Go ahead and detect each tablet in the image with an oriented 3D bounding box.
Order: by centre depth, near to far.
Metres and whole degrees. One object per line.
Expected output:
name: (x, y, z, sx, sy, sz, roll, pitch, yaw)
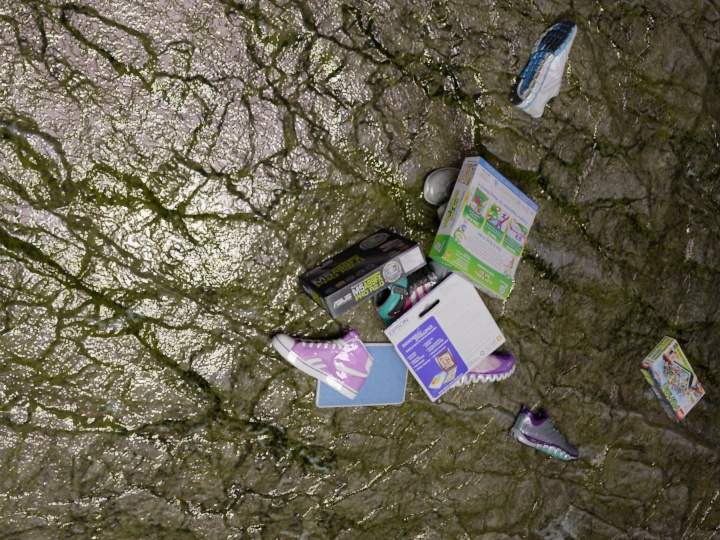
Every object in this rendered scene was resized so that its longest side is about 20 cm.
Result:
tablet: (0.007, 0.209, 1.335, 0.196, 0.014, 0.133, 2, 101, -22)

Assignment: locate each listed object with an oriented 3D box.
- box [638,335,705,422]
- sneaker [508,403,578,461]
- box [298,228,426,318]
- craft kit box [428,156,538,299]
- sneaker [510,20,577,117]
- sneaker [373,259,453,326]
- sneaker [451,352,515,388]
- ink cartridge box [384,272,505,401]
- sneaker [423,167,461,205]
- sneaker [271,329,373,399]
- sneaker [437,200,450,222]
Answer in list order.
box: (0.783, 0.274, 1.665, 0.110, 0.035, 0.201, -43, 114, -9)
sneaker: (0.436, 0.373, 1.521, 0.197, 0.074, 0.089, 23, 87, -25)
box: (0.000, 0.000, 1.207, 0.197, 0.160, 0.045, -29, 113, -13)
craft kit box: (0.235, -0.075, 1.239, 0.198, 0.048, 0.201, 29, 76, -36)
sneaker: (0.381, -0.402, 1.339, 0.086, 0.075, 0.202, 29, 95, -35)
sneaker: (0.094, 0.018, 1.288, 0.120, 0.084, 0.201, 32, 99, -31)
sneaker: (0.240, 0.188, 1.397, 0.196, 0.080, 0.091, -5, 96, -21)
ink cartridge box: (0.163, 0.121, 1.295, 0.197, 0.043, 0.201, -38, 116, -5)
sneaker: (0.217, -0.162, 1.306, 0.196, 0.082, 0.077, -2, 101, -23)
sneaker: (-0.065, 0.145, 1.252, 0.198, 0.073, 0.116, 32, 92, -20)
sneaker: (0.217, -0.069, 1.303, 0.081, 0.074, 0.201, -35, 139, -5)
